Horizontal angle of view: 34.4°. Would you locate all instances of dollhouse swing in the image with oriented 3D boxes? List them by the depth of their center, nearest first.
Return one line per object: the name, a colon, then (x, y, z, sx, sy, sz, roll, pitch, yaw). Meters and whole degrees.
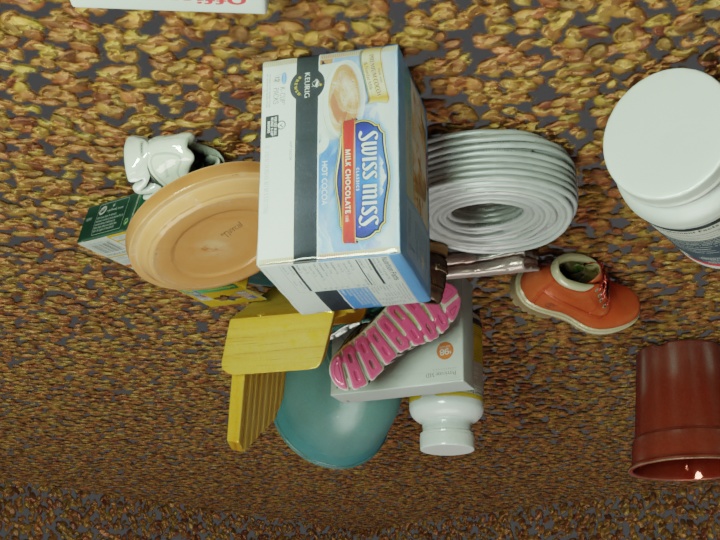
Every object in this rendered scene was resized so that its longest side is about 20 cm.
dollhouse swing: (-0.067, 0.113, 1.423, 0.179, 0.178, 0.200, -5, -169, 16)

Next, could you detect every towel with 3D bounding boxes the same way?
towel: (0.118, -0.006, 1.421, 0.188, 0.033, 0.200, -6, 177, 13)

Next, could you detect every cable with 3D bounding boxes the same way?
cable: (0.132, -0.081, 1.237, 0.197, 0.070, 0.200, 5, 160, -12)

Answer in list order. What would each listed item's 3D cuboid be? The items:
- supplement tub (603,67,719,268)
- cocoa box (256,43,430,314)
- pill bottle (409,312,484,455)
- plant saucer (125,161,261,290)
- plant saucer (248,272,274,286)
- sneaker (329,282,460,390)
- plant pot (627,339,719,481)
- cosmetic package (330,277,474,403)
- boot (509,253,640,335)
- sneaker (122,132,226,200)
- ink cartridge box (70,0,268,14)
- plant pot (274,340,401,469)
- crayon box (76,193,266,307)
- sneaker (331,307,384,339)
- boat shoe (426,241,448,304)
supplement tub: (0.324, -0.093, 1.097, 0.139, 0.142, 0.199, -13, 156, 33)
cocoa box: (-0.011, -0.079, 1.052, 0.129, 0.203, 0.133, -5, 159, 14)
pill bottle: (0.126, 0.165, 1.716, 0.110, 0.203, 0.112, 1, 160, 0)
plant saucer: (-0.149, -0.039, 1.236, 0.198, 0.033, 0.201, -18, 150, -11)
plant saucer: (-0.099, -0.024, 1.461, 0.197, 0.028, 0.200, 1, 161, 0)
sneaker: (0.039, 0.081, 1.509, 0.199, 0.074, 0.087, -38, -176, -7)
plant pot: (0.527, 0.225, 1.881, 0.198, 0.198, 0.201, 1, 160, 0)
cosmetic package: (0.057, 0.096, 1.603, 0.197, 0.153, 0.052, -9, 159, 23)
boot: (0.307, 0.029, 1.538, 0.198, 0.076, 0.107, 11, 152, -25)
sneaker: (-0.169, -0.087, 1.235, 0.080, 0.076, 0.200, -16, 156, 17)
ink cartridge box: (-0.128, -0.253, 0.750, 0.143, 0.085, 0.200, 1, 160, -3)
plant pot: (-0.019, 0.170, 1.776, 0.197, 0.202, 0.189, 7, 144, -18)
crayon box: (-0.214, -0.021, 1.367, 0.199, 0.052, 0.125, 29, 156, -35)
sneaker: (-0.020, 0.041, 1.570, 0.197, 0.079, 0.091, -14, 159, 16)
boat shoe: (0.000, 0.000, 1.308, 0.197, 0.071, 0.070, 4, 169, 17)
